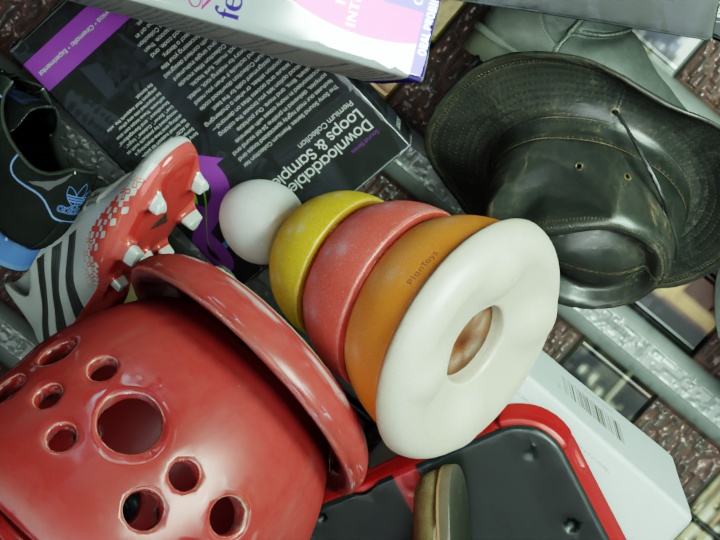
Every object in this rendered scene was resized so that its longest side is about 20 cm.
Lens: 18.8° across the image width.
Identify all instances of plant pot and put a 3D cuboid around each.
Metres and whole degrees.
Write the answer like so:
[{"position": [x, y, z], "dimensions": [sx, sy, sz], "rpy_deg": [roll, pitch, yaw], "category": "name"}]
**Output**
[{"position": [-0.108, 0.108, 1.204], "dimensions": [0.182, 0.200, 0.201], "rpy_deg": [-44, 101, -17], "category": "plant pot"}]

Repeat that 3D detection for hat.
[{"position": [0.124, -0.029, 1.252], "dimensions": [0.200, 0.081, 0.201], "rpy_deg": [14, 143, 11], "category": "hat"}]

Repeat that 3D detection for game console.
[{"position": [0.074, 0.191, 1.274], "dimensions": [0.176, 0.031, 0.201], "rpy_deg": [-25, 102, 14], "category": "game console"}]

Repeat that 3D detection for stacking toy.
[{"position": [0.000, 0.000, 1.226], "dimensions": [0.200, 0.146, 0.147], "rpy_deg": [33, 107, 30], "category": "stacking toy"}]

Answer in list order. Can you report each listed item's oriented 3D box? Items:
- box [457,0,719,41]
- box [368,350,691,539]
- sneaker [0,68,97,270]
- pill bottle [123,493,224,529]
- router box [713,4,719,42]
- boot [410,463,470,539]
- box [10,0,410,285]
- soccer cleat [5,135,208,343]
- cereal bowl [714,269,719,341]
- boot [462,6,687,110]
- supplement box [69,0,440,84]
[{"position": [0.133, -0.229, 1.136], "dimensions": [0.142, 0.036, 0.201], "rpy_deg": [9, 108, 2], "category": "box"}, {"position": [0.077, 0.157, 1.331], "dimensions": [0.152, 0.106, 0.200], "rpy_deg": [41, 102, -9], "category": "box"}, {"position": [-0.226, -0.097, 1.263], "dimensions": [0.078, 0.070, 0.200], "rpy_deg": [-44, 72, 19], "category": "sneaker"}, {"position": [-0.149, 0.197, 1.346], "dimensions": [0.200, 0.112, 0.112], "rpy_deg": [-34, 101, 10], "category": "pill bottle"}, {"position": [0.175, -0.244, 1.188], "dimensions": [0.149, 0.062, 0.201], "rpy_deg": [23, 101, -1], "category": "router box"}, {"position": [0.024, 0.201, 1.235], "dimensions": [0.075, 0.074, 0.201], "rpy_deg": [10, 110, 14], "category": "boot"}, {"position": [-0.087, -0.105, 1.286], "dimensions": [0.143, 0.036, 0.200], "rpy_deg": [-39, 103, 17], "category": "box"}, {"position": [-0.156, -0.020, 1.279], "dimensions": [0.085, 0.069, 0.200], "rpy_deg": [46, 137, 12], "category": "soccer cleat"}, {"position": [0.317, 0.028, 1.303], "dimensions": [0.199, 0.083, 0.201], "rpy_deg": [0, 104, 1], "category": "cereal bowl"}, {"position": [0.175, -0.176, 1.268], "dimensions": [0.181, 0.073, 0.200], "rpy_deg": [31, 97, -8], "category": "boot"}, {"position": [-0.059, -0.175, 1.183], "dimensions": [0.199, 0.103, 0.102], "rpy_deg": [13, 91, -15], "category": "supplement box"}]
